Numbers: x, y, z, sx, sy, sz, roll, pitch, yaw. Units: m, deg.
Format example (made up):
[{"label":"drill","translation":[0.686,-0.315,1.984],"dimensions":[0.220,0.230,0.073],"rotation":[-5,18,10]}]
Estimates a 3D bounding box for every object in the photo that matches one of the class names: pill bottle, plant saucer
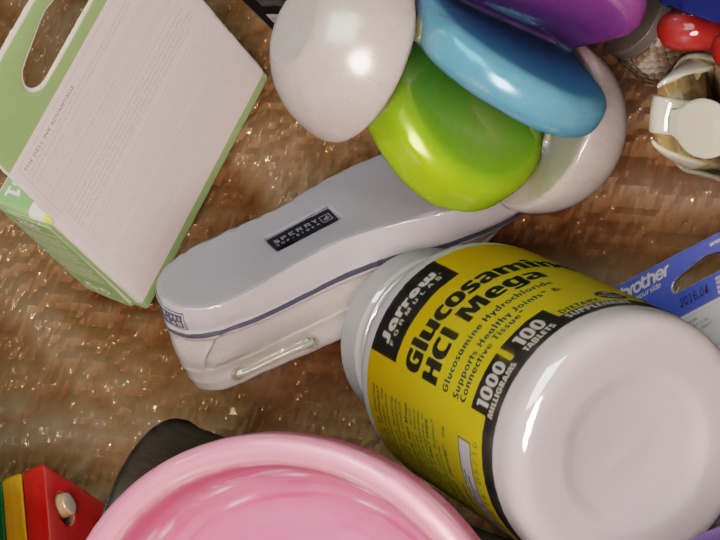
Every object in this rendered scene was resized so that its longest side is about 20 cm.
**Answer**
[{"label":"pill bottle","translation":[0.069,0.051,1.092],"dimensions":[0.113,0.112,0.200],"rotation":[-51,27,-6]},{"label":"plant saucer","translation":[-0.023,0.161,0.997],"dimensions":[0.200,0.051,0.201],"rotation":[2,94,21]}]

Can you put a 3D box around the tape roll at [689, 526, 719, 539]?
[{"label":"tape roll","translation":[0.166,0.195,0.950],"dimensions":[0.199,0.085,0.201],"rotation":[1,93,15]}]

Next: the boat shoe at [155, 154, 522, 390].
[{"label":"boat shoe","translation":[0.000,0.000,1.217],"dimensions":[0.200,0.070,0.071],"rotation":[-26,38,-18]}]

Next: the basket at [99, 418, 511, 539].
[{"label":"basket","translation":[-0.001,0.165,1.083],"dimensions":[0.199,0.136,0.181],"rotation":[7,103,25]}]

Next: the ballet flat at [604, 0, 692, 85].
[{"label":"ballet flat","translation":[0.175,-0.174,1.242],"dimensions":[0.067,0.046,0.200],"rotation":[-18,43,56]}]

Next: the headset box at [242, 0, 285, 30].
[{"label":"headset box","translation":[0.011,-0.208,1.275],"dimensions":[0.077,0.149,0.200],"rotation":[4,64,37]}]

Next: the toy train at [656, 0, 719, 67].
[{"label":"toy train","translation":[0.201,-0.129,1.054],"dimensions":[0.115,0.085,0.200],"rotation":[-6,13,-12]}]

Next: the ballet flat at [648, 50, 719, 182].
[{"label":"ballet flat","translation":[0.159,-0.069,1.110],"dimensions":[0.062,0.200,0.068],"rotation":[2,96,-11]}]

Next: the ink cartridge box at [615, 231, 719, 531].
[{"label":"ink cartridge box","translation":[0.166,0.077,1.078],"dimensions":[0.119,0.042,0.200],"rotation":[-32,50,41]}]

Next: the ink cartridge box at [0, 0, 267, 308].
[{"label":"ink cartridge box","translation":[-0.131,-0.088,1.253],"dimensions":[0.048,0.200,0.146],"rotation":[18,73,32]}]

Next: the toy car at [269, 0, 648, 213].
[{"label":"toy car","translation":[0.065,-0.129,1.131],"dimensions":[0.150,0.175,0.201],"rotation":[-21,56,51]}]

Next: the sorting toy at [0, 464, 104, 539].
[{"label":"sorting toy","translation":[-0.166,0.166,1.127],"dimensions":[0.069,0.200,0.199],"rotation":[-22,55,18]}]
